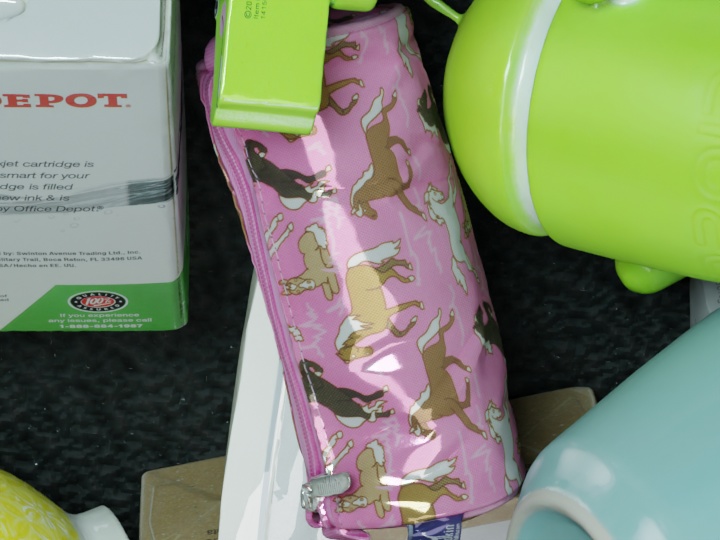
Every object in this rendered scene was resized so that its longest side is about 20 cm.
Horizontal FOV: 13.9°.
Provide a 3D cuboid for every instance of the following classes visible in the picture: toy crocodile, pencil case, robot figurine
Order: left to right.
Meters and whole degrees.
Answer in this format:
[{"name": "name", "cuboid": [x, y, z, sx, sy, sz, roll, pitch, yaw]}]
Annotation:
[{"name": "toy crocodile", "cuboid": [-0.029, -0.147, 1.009, 0.067, 0.062, 0.201, 0, 91, -12]}, {"name": "pencil case", "cuboid": [0.000, 0.000, 1.083, 0.082, 0.087, 0.201, -10, 100, 21]}, {"name": "robot figurine", "cuboid": [0.118, -0.058, 1.082, 0.199, 0.116, 0.176, 13, 144, 28]}]

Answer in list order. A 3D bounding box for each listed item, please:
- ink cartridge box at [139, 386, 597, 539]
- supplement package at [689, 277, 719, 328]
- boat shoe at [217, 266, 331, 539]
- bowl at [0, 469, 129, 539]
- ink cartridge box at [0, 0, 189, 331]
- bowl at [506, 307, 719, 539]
[{"name": "ink cartridge box", "cuboid": [0.019, 0.150, 1.258, 0.199, 0.075, 0.165, -12, 121, 4]}, {"name": "supplement package", "cuboid": [0.239, 0.065, 1.187, 0.199, 0.117, 0.118, -4, 120, 0]}, {"name": "boat shoe", "cuboid": [-0.012, 0.031, 1.155, 0.068, 0.072, 0.201, 9, 92, -3]}, {"name": "bowl", "cuboid": [-0.138, 0.153, 1.202, 0.107, 0.200, 0.201, -21, 123, -13]}, {"name": "ink cartridge box", "cuboid": [-0.136, -0.057, 1.067, 0.146, 0.083, 0.200, 1, 152, -2]}, {"name": "bowl", "cuboid": [0.124, 0.120, 1.060, 0.105, 0.201, 0.202, -17, 125, -22]}]
